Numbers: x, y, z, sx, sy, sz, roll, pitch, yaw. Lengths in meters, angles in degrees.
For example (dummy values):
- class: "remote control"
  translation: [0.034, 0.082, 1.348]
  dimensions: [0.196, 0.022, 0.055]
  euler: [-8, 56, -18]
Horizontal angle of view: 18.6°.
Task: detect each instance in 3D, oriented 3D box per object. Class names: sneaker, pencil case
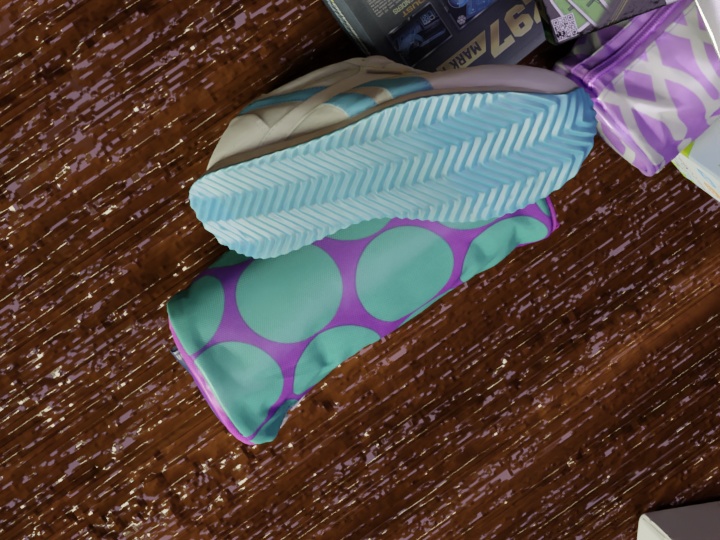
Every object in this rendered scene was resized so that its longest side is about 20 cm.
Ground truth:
- class: "sneaker"
  translation: [0.016, -0.066, 1.012]
  dimensions: [0.200, 0.081, 0.077]
  euler: [-9, 130, 28]
- class: "pencil case"
  translation: [0.185, -0.140, 1.103]
  dimensions: [0.200, 0.084, 0.085]
  euler: [-48, 157, 2]
- class: "pencil case"
  translation: [0.000, 0.000, 1.090]
  dimensions: [0.200, 0.085, 0.092]
  euler: [-35, 123, -6]

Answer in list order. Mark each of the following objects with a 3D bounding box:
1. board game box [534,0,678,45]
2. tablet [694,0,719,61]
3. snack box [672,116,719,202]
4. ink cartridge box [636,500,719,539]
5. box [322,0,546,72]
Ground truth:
- class: "board game box"
  translation: [0.106, -0.213, 0.996]
  dimensions: [0.105, 0.023, 0.200]
  euler: [-21, 107, -6]
- class: "tablet"
  translation: [0.192, -0.205, 1.039]
  dimensions: [0.130, 0.014, 0.200]
  euler: [-29, 107, -11]
- class: "snack box"
  translation: [0.258, -0.108, 1.117]
  dimensions: [0.200, 0.142, 0.053]
  euler: [-46, 123, 1]
- class: "ink cartridge box"
  translation: [0.274, 0.222, 1.275]
  dimensions: [0.200, 0.146, 0.147]
  euler: [-7, 116, -21]
- class: "box"
  translation: [0.064, -0.189, 1.049]
  dimensions: [0.200, 0.051, 0.158]
  euler: [-39, 121, -3]
